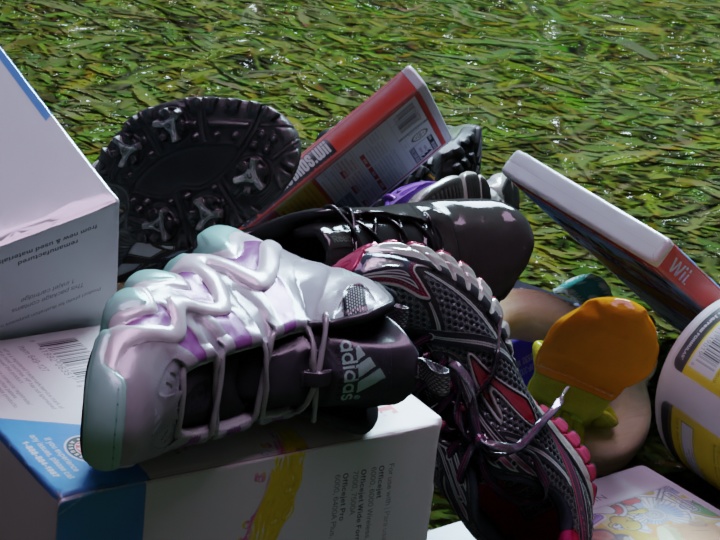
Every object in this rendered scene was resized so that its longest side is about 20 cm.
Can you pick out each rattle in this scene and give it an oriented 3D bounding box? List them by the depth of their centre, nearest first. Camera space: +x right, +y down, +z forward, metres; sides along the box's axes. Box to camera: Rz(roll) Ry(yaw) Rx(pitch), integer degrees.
[{"bbox_3d":[0.141,0.021,1.497,0.130,0.143,0.200,31,36,23],"label":"rattle"}]

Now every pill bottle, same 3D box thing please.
[{"bbox_3d":[0.258,0.096,1.411,0.112,0.113,0.200,-9,27,-32],"label":"pill bottle"}]

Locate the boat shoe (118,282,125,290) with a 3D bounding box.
[{"bbox_3d":[-0.170,0.055,1.444,0.066,0.074,0.200,28,47,22],"label":"boat shoe"}]

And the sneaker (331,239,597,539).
[{"bbox_3d":[0.054,0.068,1.292,0.080,0.200,0.075,-35,19,18],"label":"sneaker"}]

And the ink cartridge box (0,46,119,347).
[{"bbox_3d":[-0.188,0.005,1.300,0.084,0.201,0.145,-21,52,-26],"label":"ink cartridge box"}]

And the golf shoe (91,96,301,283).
[{"bbox_3d":[-0.102,-0.043,1.390,0.199,0.078,0.094,-22,-2,32],"label":"golf shoe"}]

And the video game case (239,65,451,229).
[{"bbox_3d":[-0.036,-0.033,1.506,0.017,0.200,0.143,50,0,12],"label":"video game case"}]

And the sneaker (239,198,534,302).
[{"bbox_3d":[0.000,0.000,1.348,0.199,0.091,0.076,-15,70,-17],"label":"sneaker"}]

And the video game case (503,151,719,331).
[{"bbox_3d":[0.182,0.009,1.553,0.200,0.017,0.143,38,-2,-43],"label":"video game case"}]

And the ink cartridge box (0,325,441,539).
[{"bbox_3d":[-0.086,0.116,1.227,0.199,0.145,0.147,-8,28,-30],"label":"ink cartridge box"}]

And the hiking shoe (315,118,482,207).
[{"bbox_3d":[0.004,-0.062,1.792,0.100,0.076,0.200,8,12,27],"label":"hiking shoe"}]

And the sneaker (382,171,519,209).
[{"bbox_3d":[0.041,-0.018,1.577,0.083,0.081,0.200,-1,2,14],"label":"sneaker"}]

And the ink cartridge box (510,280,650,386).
[{"bbox_3d":[0.044,0.048,1.560,0.199,0.044,0.198,20,26,28],"label":"ink cartridge box"}]

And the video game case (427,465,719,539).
[{"bbox_3d":[0.147,0.165,1.332,0.181,0.023,0.200,-13,29,-37],"label":"video game case"}]

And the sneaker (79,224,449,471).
[{"bbox_3d":[-0.031,0.040,1.140,0.139,0.078,0.200,14,26,13],"label":"sneaker"}]
